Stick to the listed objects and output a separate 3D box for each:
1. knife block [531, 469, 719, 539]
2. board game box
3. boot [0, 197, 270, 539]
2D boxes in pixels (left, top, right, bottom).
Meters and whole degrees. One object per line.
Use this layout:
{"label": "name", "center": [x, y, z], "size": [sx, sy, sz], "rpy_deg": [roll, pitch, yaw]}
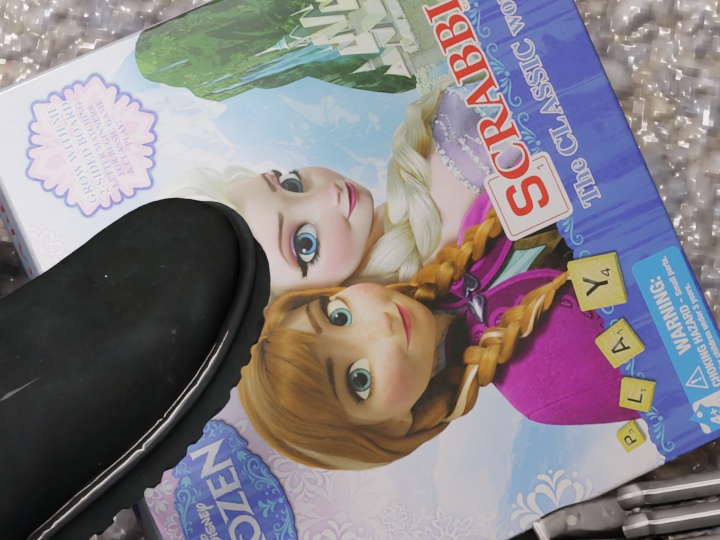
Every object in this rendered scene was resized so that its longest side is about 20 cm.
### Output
{"label": "knife block", "center": [0.148, 0.101, 0.876], "size": [0.200, 0.176, 0.064], "rpy_deg": [10, 63, -50]}
{"label": "board game box", "center": [0.000, 0.000, 0.873], "size": [0.199, 0.041, 0.200], "rpy_deg": [-25, 91, -12]}
{"label": "boot", "center": [-0.129, 0.018, 0.745], "size": [0.198, 0.162, 0.073], "rpy_deg": [-49, 42, -13]}
